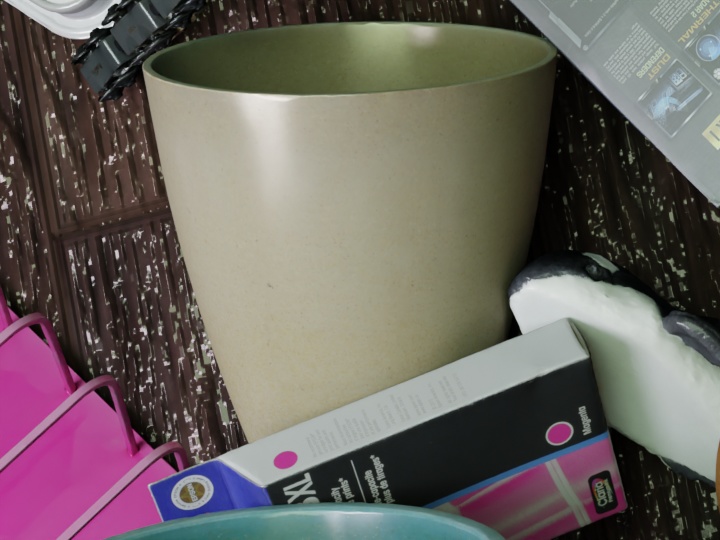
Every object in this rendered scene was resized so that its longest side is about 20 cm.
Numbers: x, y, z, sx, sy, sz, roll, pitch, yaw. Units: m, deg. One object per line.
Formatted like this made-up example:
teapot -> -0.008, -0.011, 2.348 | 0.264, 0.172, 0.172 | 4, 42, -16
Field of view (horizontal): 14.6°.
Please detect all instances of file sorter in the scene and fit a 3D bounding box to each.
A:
file sorter -> -0.188, 0.079, 1.336 | 0.139, 0.126, 0.200 | -42, 71, -16

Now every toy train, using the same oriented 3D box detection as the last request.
toy train -> -0.093, -0.122, 1.321 | 0.046, 0.200, 0.034 | -36, 91, -21

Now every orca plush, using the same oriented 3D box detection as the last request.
orca plush -> 0.161, 0.044, 1.263 | 0.199, 0.071, 0.105 | 27, 140, 6

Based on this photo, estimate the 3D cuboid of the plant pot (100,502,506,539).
plant pot -> -0.030, 0.215, 1.116 | 0.199, 0.200, 0.197 | -1, 101, 20

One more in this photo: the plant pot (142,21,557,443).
plant pot -> 0.000, 0.000, 1.282 | 0.186, 0.187, 0.201 | 3, 105, 21

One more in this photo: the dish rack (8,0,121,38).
dish rack -> -0.154, -0.237, 1.409 | 0.171, 0.044, 0.201 | 33, 97, 21

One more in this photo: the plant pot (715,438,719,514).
plant pot -> 0.237, 0.096, 1.164 | 0.199, 0.140, 0.201 | -4, 102, -19

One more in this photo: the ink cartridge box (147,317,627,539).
ink cartridge box -> 0.015, 0.098, 1.237 | 0.199, 0.095, 0.037 | -20, 38, -3

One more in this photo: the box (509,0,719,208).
box -> 0.173, -0.150, 1.215 | 0.158, 0.051, 0.200 | 46, 105, 17
